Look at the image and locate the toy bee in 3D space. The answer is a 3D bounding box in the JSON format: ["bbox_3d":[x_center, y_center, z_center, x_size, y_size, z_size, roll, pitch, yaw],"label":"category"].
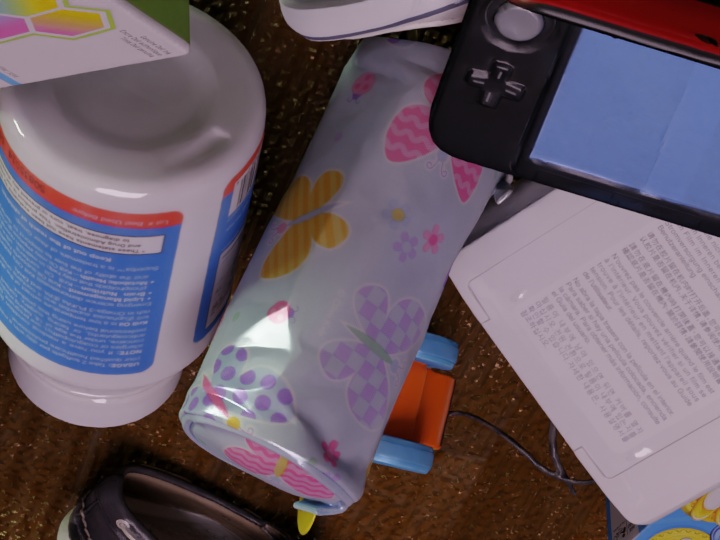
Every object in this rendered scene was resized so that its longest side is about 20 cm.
[{"bbox_3d":[0.002,0.065,1.272,0.200,0.131,0.109,41,161,-27],"label":"toy bee"}]

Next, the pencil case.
[{"bbox_3d":[0.000,0.000,1.158,0.083,0.200,0.091,12,159,43],"label":"pencil case"}]

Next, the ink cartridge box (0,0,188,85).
[{"bbox_3d":[-0.094,-0.133,1.007,0.200,0.076,0.148,-7,165,21],"label":"ink cartridge box"}]

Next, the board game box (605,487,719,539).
[{"bbox_3d":[0.255,0.102,1.333,0.200,0.056,0.196,24,129,-19],"label":"board game box"}]

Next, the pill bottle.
[{"bbox_3d":[-0.107,-0.018,1.192,0.112,0.112,0.200,9,143,-6],"label":"pill bottle"}]

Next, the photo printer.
[{"bbox_3d":[0.158,0.000,1.200,0.200,0.069,0.166,-34,96,29],"label":"photo printer"}]

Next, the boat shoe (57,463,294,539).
[{"bbox_3d":[-0.053,0.158,1.392,0.200,0.074,0.060,30,132,-13],"label":"boat shoe"}]

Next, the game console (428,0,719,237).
[{"bbox_3d":[0.132,-0.049,1.038,0.200,0.119,0.172,17,135,-3],"label":"game console"}]

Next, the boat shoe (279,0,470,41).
[{"bbox_3d":[0.067,-0.123,1.128,0.200,0.071,0.070,-19,127,10],"label":"boat shoe"}]
